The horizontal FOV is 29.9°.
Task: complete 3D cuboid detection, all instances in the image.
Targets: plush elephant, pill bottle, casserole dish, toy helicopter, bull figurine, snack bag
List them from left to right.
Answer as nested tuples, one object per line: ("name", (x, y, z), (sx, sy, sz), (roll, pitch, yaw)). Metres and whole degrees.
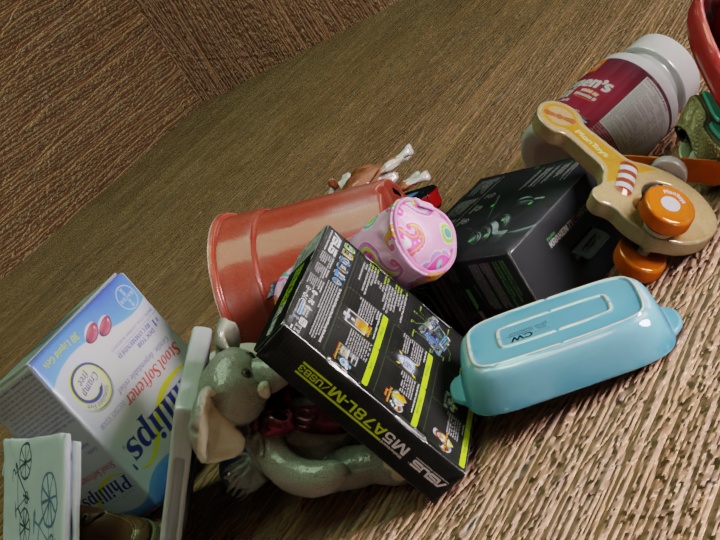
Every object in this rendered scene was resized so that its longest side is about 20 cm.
("snack bag", (-0.310, 0.255, 1.303), (0.021, 0.190, 0.200), (3, -9, -31))
("plush elephant", (-0.070, 0.113, 1.167), (0.199, 0.155, 0.165), (-25, 37, 19))
("bull figurine", (0.019, -0.107, 1.702), (0.121, 0.065, 0.200), (-30, 9, -1))
("casserole dish", (0.163, 0.056, 1.105), (0.199, 0.039, 0.121), (-20, 21, 7))
("pill bottle", (0.274, -0.166, 1.464), (0.200, 0.110, 0.109), (-42, 18, -26))
("toy helicopter", (0.240, -0.091, 1.218), (0.132, 0.200, 0.079), (-29, -28, -35))

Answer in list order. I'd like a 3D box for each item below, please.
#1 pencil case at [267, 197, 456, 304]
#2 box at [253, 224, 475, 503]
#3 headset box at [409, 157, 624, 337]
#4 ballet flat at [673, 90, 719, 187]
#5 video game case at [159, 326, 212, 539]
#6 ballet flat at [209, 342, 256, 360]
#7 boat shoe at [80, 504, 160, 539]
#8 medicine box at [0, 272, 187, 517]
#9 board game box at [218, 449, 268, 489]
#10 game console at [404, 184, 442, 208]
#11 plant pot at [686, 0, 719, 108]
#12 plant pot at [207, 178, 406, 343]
("pencil case", (0.000, 0.000, 1.285), (0.200, 0.088, 0.087), (-29, 14, 45))
("box", (0.015, 0.071, 1.136), (0.047, 0.193, 0.200), (-43, 12, 24))
("headset box", (0.155, -0.022, 1.310), (0.174, 0.093, 0.199), (-44, 20, -33))
("ballet flat", (0.342, -0.115, 1.303), (0.065, 0.070, 0.200), (-57, 5, 22))
("video game case", (-0.167, 0.172, 1.271), (0.023, 0.183, 0.200), (8, 17, -4))
("ballet flat", (-0.115, 0.105, 1.352), (0.199, 0.075, 0.068), (-15, 29, 49))
("boat shoe", (-0.262, 0.264, 1.303), (0.200, 0.068, 0.072), (-20, 45, 54))
("medicine box", (-0.263, 0.140, 1.444), (0.103, 0.200, 0.182), (-33, 13, 39))
("board game box", (-0.049, 0.150, 1.314), (0.200, 0.039, 0.158), (-38, 20, 7))
("game console", (0.001, -0.049, 1.727), (0.176, 0.031, 0.200), (-32, 8, -25))
("plant pot", (0.402, -0.202, 1.184), (0.182, 0.201, 0.201), (-33, 14, 29))
("plant pot", (-0.033, 0.002, 1.460), (0.194, 0.202, 0.201), (-19, 20, 17))
